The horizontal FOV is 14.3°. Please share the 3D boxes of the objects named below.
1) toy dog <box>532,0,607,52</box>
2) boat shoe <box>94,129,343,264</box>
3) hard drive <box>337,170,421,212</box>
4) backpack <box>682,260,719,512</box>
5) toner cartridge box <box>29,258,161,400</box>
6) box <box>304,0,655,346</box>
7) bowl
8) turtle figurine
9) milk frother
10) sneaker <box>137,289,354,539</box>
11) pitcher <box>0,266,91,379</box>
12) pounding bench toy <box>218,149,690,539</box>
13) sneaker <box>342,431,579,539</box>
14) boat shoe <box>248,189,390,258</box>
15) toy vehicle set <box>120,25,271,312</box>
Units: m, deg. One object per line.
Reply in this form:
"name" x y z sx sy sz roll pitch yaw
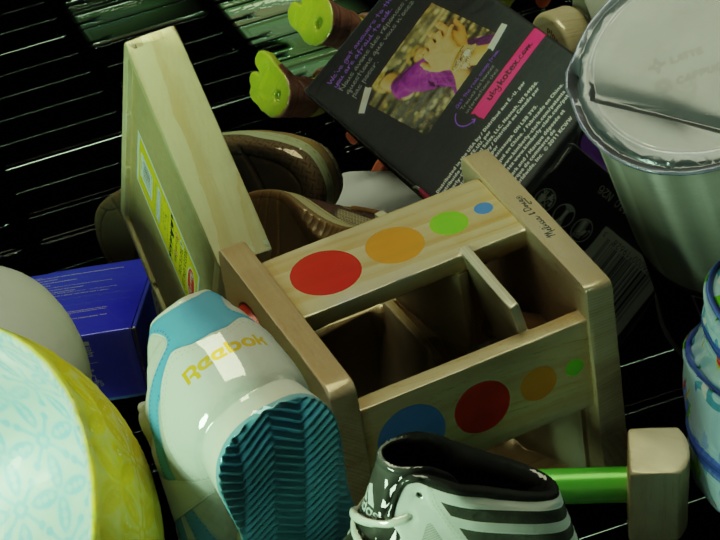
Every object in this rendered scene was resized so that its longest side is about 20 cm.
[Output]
"toy dog" 0.186 -0.159 1.754 0.199 0.097 0.132 9 32 42
"boat shoe" -0.068 -0.045 1.627 0.076 0.072 0.200 -19 6 -40
"hard drive" 0.003 -0.002 1.586 0.131 0.025 0.200 0 27 28
"backpack" 0.218 0.064 1.199 0.163 0.154 0.200 -19 10 -15
"toner cartridge box" -0.208 0.044 1.572 0.199 0.043 0.095 -9 22 9
"box" 0.081 -0.065 1.488 0.106 0.122 0.200 -50 37 3
"bowl" -0.147 0.129 1.228 0.200 0.201 0.107 10 -7 43
"turtle figurine" 0.020 -0.105 1.610 0.161 0.065 0.200 4 -34 -37
"milk frother" 0.193 -0.084 1.331 0.180 0.188 0.201 -19 54 7
"sneaker" -0.050 0.086 1.212 0.076 0.200 0.081 -26 59 -20
"pitcher" -0.171 0.089 1.383 0.171 0.122 0.200 8 35 -1
"pounding bench toy" 0.037 0.067 1.276 0.155 0.125 0.200 -21 38 -16
"sneaker" -0.006 0.125 1.185 0.200 0.116 0.076 -14 23 -2
"boat shoe" 0.000 0.000 1.487 0.072 0.073 0.200 8 -1 -36
"toy vehicle set" -0.085 -0.021 1.423 0.026 0.125 0.200 -19 -19 -13
